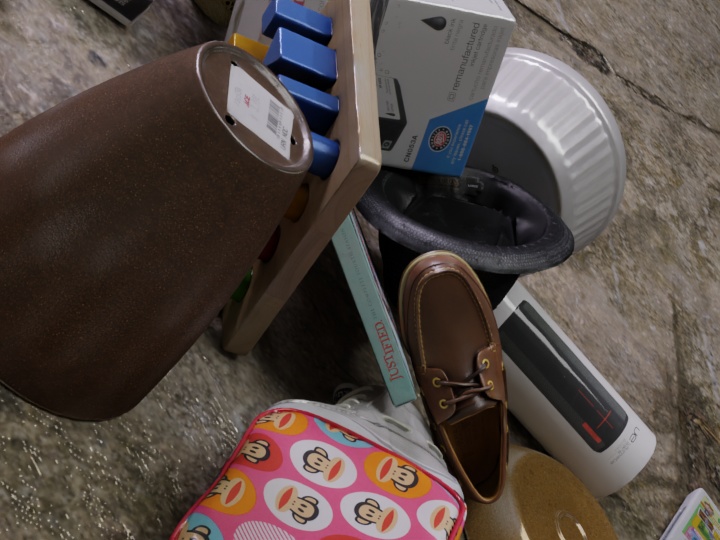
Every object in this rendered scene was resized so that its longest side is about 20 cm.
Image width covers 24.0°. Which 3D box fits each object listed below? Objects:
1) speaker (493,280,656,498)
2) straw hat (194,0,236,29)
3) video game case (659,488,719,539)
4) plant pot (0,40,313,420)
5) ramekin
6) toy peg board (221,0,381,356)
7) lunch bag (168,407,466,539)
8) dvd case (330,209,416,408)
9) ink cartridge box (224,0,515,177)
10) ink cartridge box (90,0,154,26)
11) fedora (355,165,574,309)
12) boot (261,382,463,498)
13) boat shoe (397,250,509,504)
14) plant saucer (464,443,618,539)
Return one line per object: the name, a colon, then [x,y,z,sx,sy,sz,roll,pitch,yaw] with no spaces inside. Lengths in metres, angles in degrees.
speaker: [0.161,0.099,1.437,0.200,0.081,0.081,48,28,-12]
straw hat: [-0.099,-0.252,1.427,0.201,0.085,0.202,39,31,-29]
video game case: [0.341,0.313,1.535,0.200,0.022,0.182,54,27,3]
plant pot: [-0.128,-0.041,1.014,0.187,0.200,0.187,38,30,-28]
ramekin: [0.123,-0.085,1.473,0.203,0.202,0.094,52,39,-2]
toy peg board: [-0.079,-0.086,1.168,0.097,0.199,0.201,19,41,-22]
lunch bag: [-0.015,0.176,0.999,0.175,0.082,0.200,24,29,9]
dvd case: [0.000,0.000,1.238,0.200,0.022,0.147,-100,170,-74]
ink cartridge box: [0.000,-0.166,1.327,0.199,0.146,0.084,8,31,-20]
ink cartridge box: [-0.242,-0.313,1.319,0.197,0.047,0.201,32,37,-33]
fedora: [0.073,-0.014,1.346,0.200,0.092,0.201,14,24,-6]
boot: [-0.011,0.117,1.175,0.200,0.073,0.096,35,23,-41]
boat shoe: [0.077,0.081,1.242,0.068,0.072,0.201,-119,-165,-63]
plant saucer: [0.156,0.216,1.342,0.200,0.035,0.201,37,31,-28]
